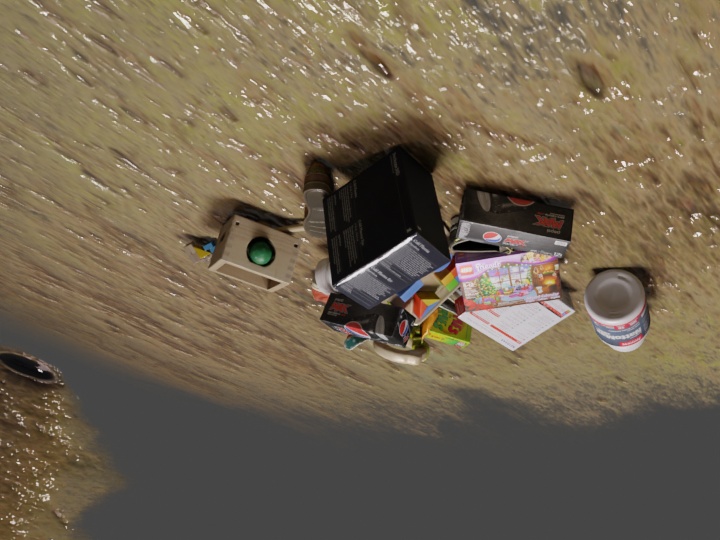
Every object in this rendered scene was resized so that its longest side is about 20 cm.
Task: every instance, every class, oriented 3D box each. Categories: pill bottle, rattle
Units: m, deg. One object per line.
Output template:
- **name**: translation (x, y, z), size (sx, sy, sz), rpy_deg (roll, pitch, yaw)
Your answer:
- **pill bottle**: translation (0.542, 0.093, 1.595), size (0.118, 0.121, 0.200), rpy_deg (-1, 153, 26)
- **rattle**: translation (0.063, 0.126, 1.719), size (0.198, 0.130, 0.145), rpy_deg (21, 128, 22)
- **pill bottle**: translation (0.000, 0.000, 1.648), size (0.198, 0.113, 0.111), rpy_deg (-10, 149, 39)

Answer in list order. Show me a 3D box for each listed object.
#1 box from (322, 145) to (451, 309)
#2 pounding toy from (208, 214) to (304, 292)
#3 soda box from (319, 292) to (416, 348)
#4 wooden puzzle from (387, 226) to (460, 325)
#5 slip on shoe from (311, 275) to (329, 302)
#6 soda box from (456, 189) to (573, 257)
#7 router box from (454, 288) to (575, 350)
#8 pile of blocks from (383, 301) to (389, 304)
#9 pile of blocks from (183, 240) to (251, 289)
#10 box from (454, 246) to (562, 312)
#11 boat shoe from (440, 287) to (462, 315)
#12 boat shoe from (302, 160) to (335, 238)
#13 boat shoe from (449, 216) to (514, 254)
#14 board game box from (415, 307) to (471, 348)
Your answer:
- **box**: translation (0.040, -0.071, 1.302), size (0.181, 0.202, 0.104), rpy_deg (-32, 137, 28)
- **pounding toy**: translation (-0.204, -0.051, 1.637), size (0.182, 0.144, 0.200), rpy_deg (20, 165, -17)
- **soda box**: translation (0.013, 0.103, 1.603), size (0.198, 0.072, 0.063), rpy_deg (9, 159, 38)
- **wooden puzzle**: translation (0.138, 0.016, 1.563), size (0.046, 0.185, 0.200), rpy_deg (49, -177, 42)
- **slip on shoe**: translation (-0.025, 0.064, 1.835), size (0.197, 0.074, 0.062), rpy_deg (14, 127, 8)
- **soda box**: translation (0.275, -0.084, 1.365), size (0.197, 0.072, 0.064), rpy_deg (11, 155, 4)
- **router box**: translation (0.334, 0.077, 1.653), size (0.199, 0.049, 0.179), rpy_deg (31, 126, -33)
- **pile of blocks**: translation (0.051, 0.074, 1.702), size (0.198, 0.063, 0.082), rpy_deg (-9, -166, 42)
- **pile of blocks**: translation (-0.316, -0.033, 1.806), size (0.198, 0.083, 0.062), rpy_deg (24, -162, -6)
- **box**: translation (0.295, 0.011, 1.520), size (0.197, 0.039, 0.138), rpy_deg (-9, 130, 12)
- **boat shoe**: translation (0.173, 0.046, 1.719), size (0.197, 0.069, 0.075), rpy_deg (19, 158, -8)
- **boat shoe**: translation (-0.073, -0.131, 1.453), size (0.071, 0.069, 0.201), rpy_deg (4, 154, -3)
- **boat shoe**: translation (0.267, -0.062, 1.454), size (0.198, 0.061, 0.072), rpy_deg (4, 155, 18)
- **board game box**: translation (0.168, 0.105, 1.812), size (0.197, 0.103, 0.048), rpy_deg (17, 155, -12)
